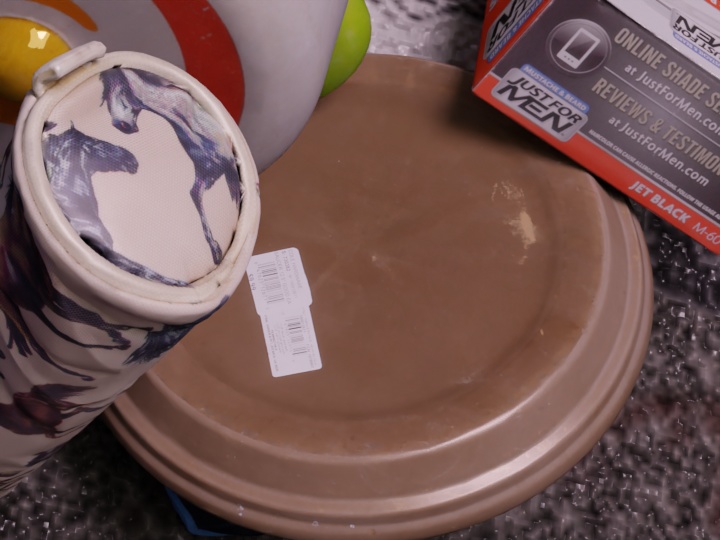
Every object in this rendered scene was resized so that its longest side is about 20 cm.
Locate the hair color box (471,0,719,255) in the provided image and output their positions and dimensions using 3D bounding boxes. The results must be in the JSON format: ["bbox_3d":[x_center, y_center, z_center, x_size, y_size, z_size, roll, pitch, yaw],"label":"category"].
[{"bbox_3d":[0.109,-0.110,0.974,0.111,0.064,0.200,32,35,-15],"label":"hair color box"}]

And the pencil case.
[{"bbox_3d":[-0.102,0.004,0.821,0.089,0.200,0.078,45,54,-5],"label":"pencil case"}]

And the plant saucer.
[{"bbox_3d":[0.000,0.000,0.912,0.199,0.030,0.201,-1,55,2],"label":"plant saucer"}]

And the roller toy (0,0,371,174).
[{"bbox_3d":[-0.093,-0.110,0.854,0.199,0.183,0.140,13,53,2],"label":"roller toy"}]

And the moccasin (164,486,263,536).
[{"bbox_3d":[0.025,0.038,0.952,0.200,0.068,0.081,-36,95,-26],"label":"moccasin"}]
